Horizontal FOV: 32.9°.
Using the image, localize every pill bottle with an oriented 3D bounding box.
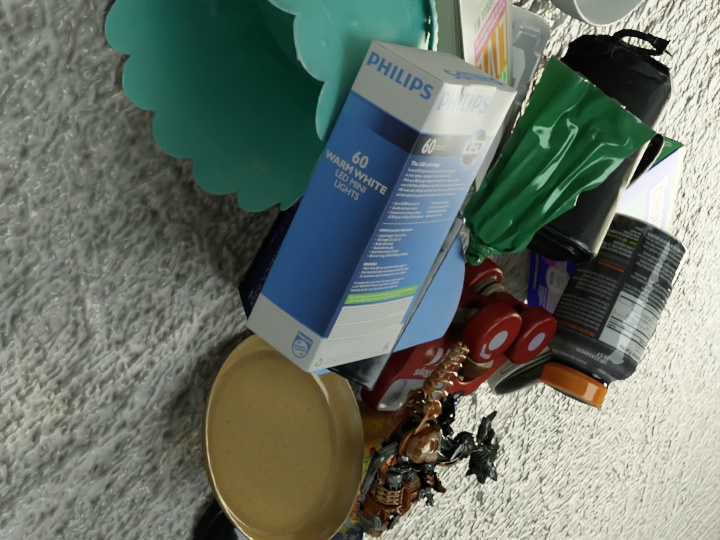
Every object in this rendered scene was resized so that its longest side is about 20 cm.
[{"bbox_3d":[0.266,0.046,1.315,0.106,0.106,0.200,33,82,-57],"label":"pill bottle"}]

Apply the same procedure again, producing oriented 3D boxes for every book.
[{"bbox_3d":[0.094,-0.187,1.030,0.200,0.048,0.134,81,30,-44],"label":"book"}]

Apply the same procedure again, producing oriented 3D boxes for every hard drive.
[{"bbox_3d":[0.105,-0.160,1.157,0.140,0.038,0.200,3,111,-54],"label":"hard drive"}]

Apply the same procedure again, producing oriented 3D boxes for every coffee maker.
[{"bbox_3d":[0.210,-0.121,1.198,0.200,0.135,0.192,-63,161,-8],"label":"coffee maker"}]

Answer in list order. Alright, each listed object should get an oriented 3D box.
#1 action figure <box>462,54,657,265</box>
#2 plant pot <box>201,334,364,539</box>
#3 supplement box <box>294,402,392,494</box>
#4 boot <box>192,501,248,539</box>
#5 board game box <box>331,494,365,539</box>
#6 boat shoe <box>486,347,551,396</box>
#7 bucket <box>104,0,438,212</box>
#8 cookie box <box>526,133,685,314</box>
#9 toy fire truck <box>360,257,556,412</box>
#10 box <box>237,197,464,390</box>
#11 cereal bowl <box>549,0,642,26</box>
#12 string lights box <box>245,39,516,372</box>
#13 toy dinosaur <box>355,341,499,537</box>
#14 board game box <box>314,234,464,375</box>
[{"bbox_3d":[0.158,-0.084,1.110,0.200,0.118,0.055,-52,-175,17],"label":"action figure"},{"bbox_3d":[-0.072,0.152,1.089,0.200,0.027,0.200,16,68,-47],"label":"plant pot"},{"bbox_3d":[-0.024,0.186,1.222,0.200,0.069,0.067,-11,124,-51],"label":"supplement box"},{"bbox_3d":[-0.094,0.330,1.143,0.073,0.162,0.198,-11,123,-36],"label":"boot"},{"bbox_3d":[-0.024,0.301,1.236,0.200,0.034,0.135,-76,180,-66],"label":"board game box"},{"bbox_3d":[0.235,0.092,1.400,0.200,0.067,0.074,-28,127,16],"label":"boat shoe"},{"bbox_3d":[-0.056,-0.157,0.807,0.135,0.207,0.207,-40,142,-34],"label":"bucket"},{"bbox_3d":[0.291,-0.054,1.449,0.200,0.075,0.171,-34,139,-34],"label":"cookie box"},{"bbox_3d":[0.099,0.079,1.275,0.200,0.112,0.168,9,120,-55],"label":"toy fire truck"},{"bbox_3d":[-0.015,-0.010,0.957,0.148,0.104,0.200,-61,-169,1],"label":"box"},{"bbox_3d":[0.221,-0.335,1.136,0.200,0.083,0.200,-33,138,-36],"label":"cereal bowl"},{"bbox_3d":[0.014,-0.039,0.772,0.103,0.059,0.200,-6,126,-58],"label":"string lights box"},{"bbox_3d":[0.064,0.167,1.172,0.136,0.102,0.200,1,137,-47],"label":"toy dinosaur"},{"bbox_3d":[0.000,0.000,1.113,0.200,0.039,0.158,-16,106,-25],"label":"board game box"}]
